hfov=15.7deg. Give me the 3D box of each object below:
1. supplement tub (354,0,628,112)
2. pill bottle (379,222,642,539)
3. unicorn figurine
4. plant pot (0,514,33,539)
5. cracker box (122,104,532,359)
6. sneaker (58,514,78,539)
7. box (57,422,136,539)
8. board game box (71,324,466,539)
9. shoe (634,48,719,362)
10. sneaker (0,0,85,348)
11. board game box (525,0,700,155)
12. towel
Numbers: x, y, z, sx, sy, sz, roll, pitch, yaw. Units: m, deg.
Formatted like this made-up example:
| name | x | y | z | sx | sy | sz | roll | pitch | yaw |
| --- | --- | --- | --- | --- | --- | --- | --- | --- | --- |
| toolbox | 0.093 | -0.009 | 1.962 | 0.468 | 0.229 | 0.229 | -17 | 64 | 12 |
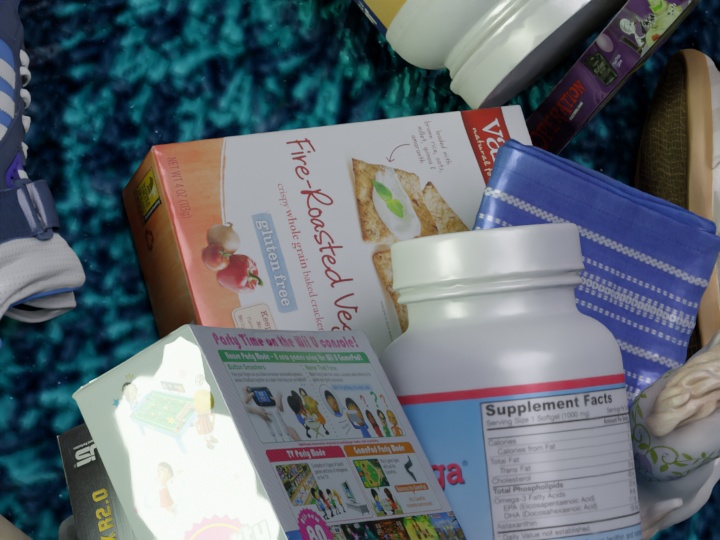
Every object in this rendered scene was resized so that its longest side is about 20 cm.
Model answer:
| name | x | y | z | sx | sy | sz | roll | pitch | yaw |
| --- | --- | --- | --- | --- | --- | --- | --- | --- | --- |
| supplement tub | 0.042 | -0.192 | 1.301 | 0.144 | 0.144 | 0.200 | -35 | 83 | -31 |
| pill bottle | 0.064 | 0.084 | 1.124 | 0.108 | 0.109 | 0.201 | -5 | 87 | -24 |
| unicorn figurine | 0.148 | 0.089 | 1.191 | 0.074 | 0.200 | 0.137 | 34 | 65 | 32 |
| plant pot | -0.227 | 0.127 | 1.034 | 0.183 | 0.200 | 0.201 | 33 | 58 | -18 |
| cracker box | 0.000 | 0.000 | 1.247 | 0.199 | 0.058 | 0.134 | -8 | 71 | -26 |
| sneaker | -0.119 | 0.194 | 1.084 | 0.081 | 0.076 | 0.200 | 51 | 40 | -40 |
| box | -0.038 | 0.147 | 1.109 | 0.200 | 0.048 | 0.159 | 17 | 55 | -57 |
| board game box | -0.013 | 0.122 | 1.019 | 0.147 | 0.064 | 0.200 | 5 | 57 | -63 |
| shoe | 0.177 | -0.015 | 1.322 | 0.053 | 0.070 | 0.201 | 6 | 73 | -20 |
| sneaker | -0.176 | -0.047 | 1.199 | 0.147 | 0.080 | 0.200 | 54 | 32 | -22 |
| board game box | 0.156 | -0.138 | 1.291 | 0.032 | 0.200 | 0.120 | 46 | 58 | 5 |
| towel | 0.096 | 0.053 | 1.220 | 0.145 | 0.024 | 0.201 | 21 | 79 | -35 |
